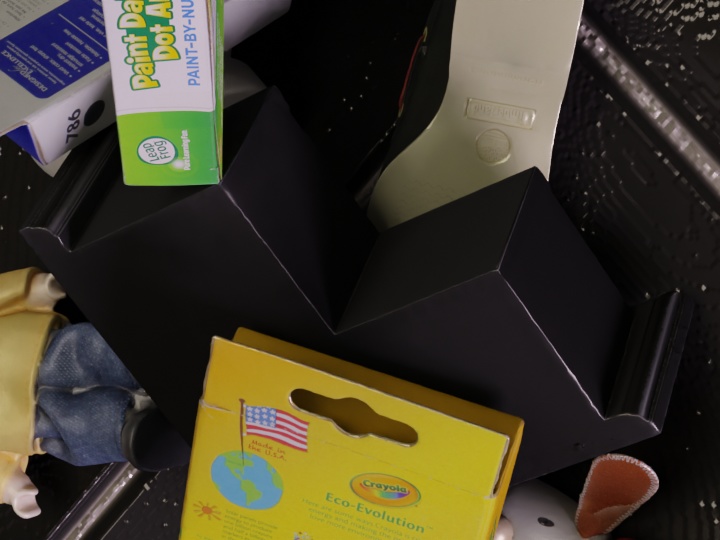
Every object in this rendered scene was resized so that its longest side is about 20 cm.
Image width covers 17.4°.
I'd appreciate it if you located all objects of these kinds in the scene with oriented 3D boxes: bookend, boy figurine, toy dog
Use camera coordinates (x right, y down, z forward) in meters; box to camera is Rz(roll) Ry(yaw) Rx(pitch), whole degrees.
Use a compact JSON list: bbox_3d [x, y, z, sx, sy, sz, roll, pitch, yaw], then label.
[{"bbox_3d":[0.000,0.000,0.991,0.198,0.092,0.200,-23,115,32],"label":"bookend"},{"bbox_3d":[-0.173,0.060,1.182,0.199,0.064,0.125,3,90,34],"label":"boy figurine"},{"bbox_3d":[0.123,0.141,0.965,0.199,0.096,0.133,-5,85,33],"label":"toy dog"}]

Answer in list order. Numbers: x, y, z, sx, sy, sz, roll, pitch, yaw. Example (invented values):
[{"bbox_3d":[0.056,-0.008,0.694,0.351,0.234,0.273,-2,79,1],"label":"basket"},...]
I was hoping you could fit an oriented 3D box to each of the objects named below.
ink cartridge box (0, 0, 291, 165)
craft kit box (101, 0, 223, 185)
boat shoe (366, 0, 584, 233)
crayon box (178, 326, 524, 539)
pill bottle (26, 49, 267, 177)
[{"bbox_3d":[-0.128,-0.110,1.025,0.099,0.200,0.039,37,139,22],"label":"ink cartridge box"},{"bbox_3d":[-0.077,-0.171,0.910,0.048,0.198,0.201,-3,51,1],"label":"craft kit box"},{"bbox_3d":[0.052,-0.065,1.046,0.073,0.063,0.202,16,113,-2],"label":"boat shoe"},{"bbox_3d":[-0.008,0.104,0.976,0.126,0.051,0.200,19,133,7],"label":"crayon box"},{"bbox_3d":[-0.134,-0.113,1.133,0.200,0.116,0.116,46,111,25],"label":"pill bottle"}]
